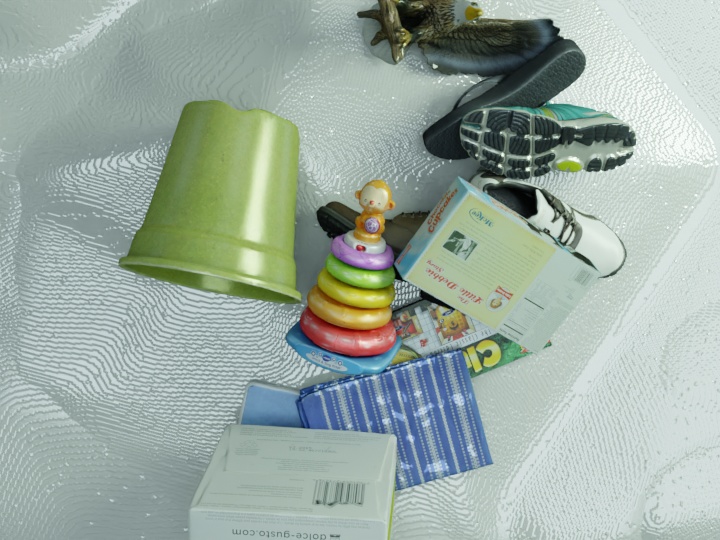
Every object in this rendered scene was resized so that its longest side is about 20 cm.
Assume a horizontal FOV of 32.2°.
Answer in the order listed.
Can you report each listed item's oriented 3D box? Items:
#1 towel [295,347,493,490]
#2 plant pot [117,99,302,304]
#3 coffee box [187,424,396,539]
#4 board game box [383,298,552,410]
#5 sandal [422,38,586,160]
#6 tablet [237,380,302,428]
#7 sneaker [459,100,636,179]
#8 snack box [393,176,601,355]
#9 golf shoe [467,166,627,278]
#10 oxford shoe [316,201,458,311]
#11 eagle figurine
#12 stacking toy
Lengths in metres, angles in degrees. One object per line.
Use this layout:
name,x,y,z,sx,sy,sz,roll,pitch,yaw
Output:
towel,0.038,0.179,1.404,0.197,0.024,0.147,-16,101,2
plant pot,-0.144,-0.075,1.337,0.197,0.200,0.187,10,83,1
coffee box,-0.066,0.299,1.320,0.197,0.200,0.201,3,108,3
board game box,0.107,0.073,1.413,0.198,0.023,0.106,-23,96,3
sandal,0.155,-0.188,1.374,0.199,0.076,0.043,-32,56,3
tablet,-0.089,0.237,1.435,0.128,0.014,0.203,12,94,0
sneaker,0.198,-0.146,1.354,0.197,0.080,0.078,3,120,-14
snack box,0.146,-0.002,1.316,0.199,0.037,0.117,29,106,-28
golf shoe,0.204,-0.045,1.366,0.198,0.094,0.079,25,94,-2
oxford shoe,0.046,-0.033,1.391,0.198,0.073,0.085,26,70,2
eagle figurine,0.107,-0.281,1.348,0.198,0.151,0.153,-16,140,-26
stacking toy,0.000,0.000,1.321,0.115,0.110,0.202,19,112,12
